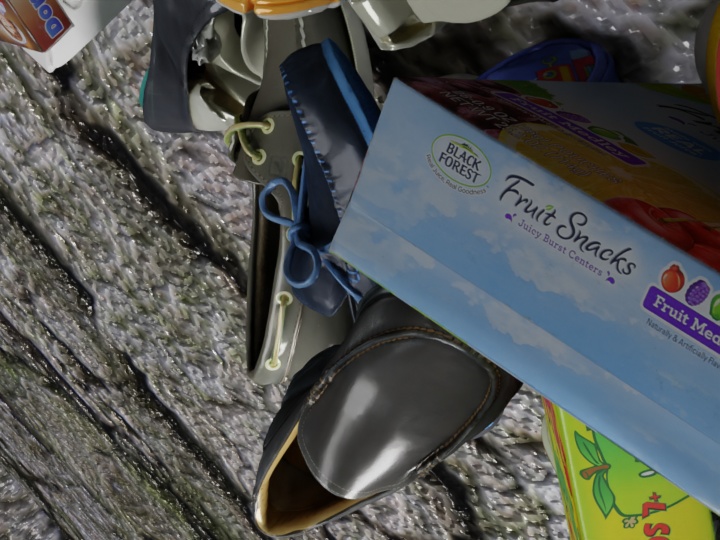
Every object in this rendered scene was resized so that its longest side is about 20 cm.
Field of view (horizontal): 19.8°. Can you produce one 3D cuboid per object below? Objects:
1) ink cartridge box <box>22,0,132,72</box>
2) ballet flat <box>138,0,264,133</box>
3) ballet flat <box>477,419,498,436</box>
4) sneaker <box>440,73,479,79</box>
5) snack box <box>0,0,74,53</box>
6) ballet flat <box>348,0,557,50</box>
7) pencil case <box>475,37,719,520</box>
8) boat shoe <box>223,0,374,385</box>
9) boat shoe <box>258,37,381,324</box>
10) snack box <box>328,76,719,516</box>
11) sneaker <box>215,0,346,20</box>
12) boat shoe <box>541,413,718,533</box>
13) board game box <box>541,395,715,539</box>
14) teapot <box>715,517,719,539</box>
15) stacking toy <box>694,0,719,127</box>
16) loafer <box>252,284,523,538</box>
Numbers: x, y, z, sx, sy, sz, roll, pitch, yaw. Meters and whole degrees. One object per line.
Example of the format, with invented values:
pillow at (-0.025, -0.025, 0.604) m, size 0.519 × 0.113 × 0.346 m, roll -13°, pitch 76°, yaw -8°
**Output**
ink cartridge box at (-0.196, -0.216, 1.027) m, size 0.200 × 0.084 × 0.145 m, roll 43°, pitch 161°, yaw 11°
ballet flat at (-0.070, -0.107, 1.014) m, size 0.073 × 0.073 × 0.200 m, roll 42°, pitch 159°, yaw 12°
ballet flat at (0.019, 0.009, 1.032) m, size 0.200 × 0.073 × 0.073 m, roll 55°, pitch 159°, yaw -17°
sneaker at (0.069, -0.003, 0.918) m, size 0.200 × 0.078 × 0.099 m, roll 57°, pitch 163°, yaw -24°
snack box at (-0.212, -0.154, 1.017) m, size 0.200 × 0.024 × 0.072 m, roll 20°, pitch 148°, yaw 52°
ballet flat at (0.031, -0.120, 0.765) m, size 0.068 × 0.068 × 0.200 m, roll 51°, pitch 161°, yaw -15°
pencil case at (0.101, 0.006, 0.835) m, size 0.200 × 0.087 × 0.078 m, roll 60°, pitch 178°, yaw -23°
boat shoe at (-0.029, -0.044, 0.938) m, size 0.072 × 0.060 × 0.203 m, roll -143°, pitch 47°, yaw -67°
boat shoe at (0.000, 0.000, 0.881) m, size 0.084 × 0.068 × 0.201 m, roll -94°, pitch -17°, yaw -64°
snack box at (0.117, 0.001, 0.657) m, size 0.168 × 0.068 × 0.200 m, roll 34°, pitch -158°, yaw 30°
sneaker at (-0.072, -0.180, 0.876) m, size 0.200 × 0.078 × 0.077 m, roll 34°, pitch 136°, yaw 35°
boat shoe at (0.173, 0.117, 0.961) m, size 0.200 × 0.073 × 0.065 m, roll 39°, pitch 149°, yaw 9°
board game box at (0.104, 0.097, 0.775) m, size 0.102 × 0.047 × 0.201 m, roll -97°, pitch -6°, yaw -66°
teapot at (0.229, 0.145, 0.779) m, size 0.200 × 0.145 × 0.198 m, roll -105°, pitch 14°, yaw -47°
stacking toy at (0.151, -0.060, 0.602) m, size 0.146 × 0.146 × 0.200 m, roll 50°, pitch 179°, yaw -13°
loafer at (0.009, 0.061, 0.820) m, size 0.073 × 0.072 × 0.200 m, roll 33°, pitch 154°, yaw -3°
